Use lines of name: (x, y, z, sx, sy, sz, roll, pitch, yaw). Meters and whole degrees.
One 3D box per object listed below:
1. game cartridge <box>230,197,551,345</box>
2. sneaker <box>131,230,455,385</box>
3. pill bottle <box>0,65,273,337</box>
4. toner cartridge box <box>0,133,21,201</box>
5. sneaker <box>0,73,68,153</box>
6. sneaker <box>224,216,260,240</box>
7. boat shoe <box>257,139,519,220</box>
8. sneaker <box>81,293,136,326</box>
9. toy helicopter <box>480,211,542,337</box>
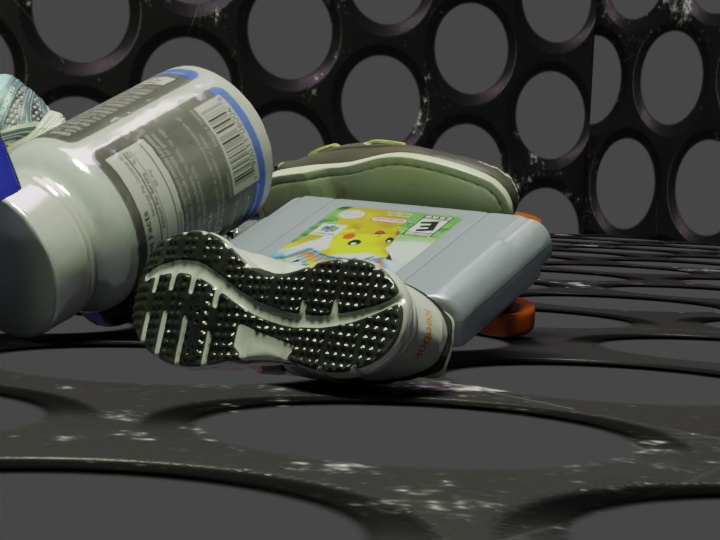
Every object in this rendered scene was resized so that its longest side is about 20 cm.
game cartridge: (0.000, 0.000, 1.082, 0.199, 0.041, 0.133, 6, 31, 33)
sneaker: (-0.038, 0.028, 0.928, 0.199, 0.074, 0.080, 11, -7, 39)
pill bottle: (-0.155, -0.043, 1.104, 0.113, 0.114, 0.200, 5, 27, 37)
toner cartridge box: (-0.292, -0.022, 0.954, 0.095, 0.043, 0.200, 7, 32, 47)
sneaker: (-0.303, -0.062, 1.279, 0.200, 0.086, 0.078, -40, 3, -4)
sneaker: (-0.102, -0.016, 1.511, 0.199, 0.076, 0.113, -2, -1, 45)
boat shoe: (0.023, -0.055, 1.177, 0.200, 0.072, 0.061, 3, 29, 36)
sneaker: (-0.179, -0.003, 1.225, 0.075, 0.079, 0.200, -3, 22, -14)
toy helicopter: (0.032, 0.010, 1.176, 0.132, 0.079, 0.200, 11, 18, 24)
